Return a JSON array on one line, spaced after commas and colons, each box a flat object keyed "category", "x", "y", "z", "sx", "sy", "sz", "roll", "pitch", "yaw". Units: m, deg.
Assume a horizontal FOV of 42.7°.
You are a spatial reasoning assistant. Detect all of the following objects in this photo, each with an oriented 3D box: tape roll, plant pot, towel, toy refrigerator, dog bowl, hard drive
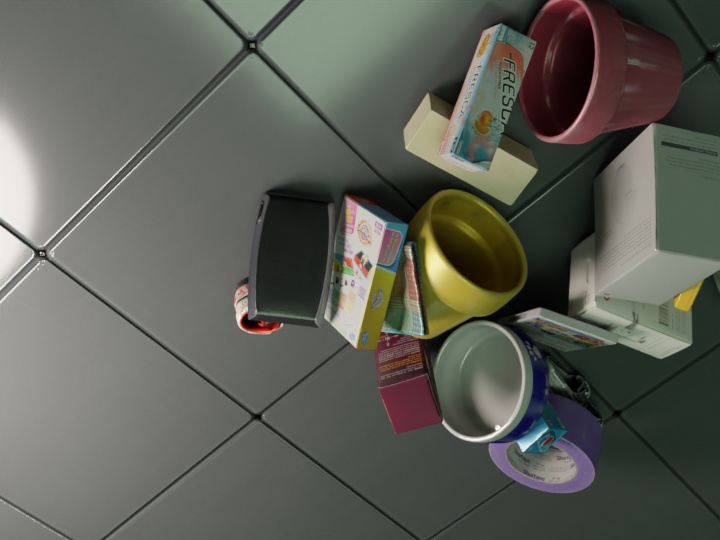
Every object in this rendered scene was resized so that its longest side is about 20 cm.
[{"category": "tape roll", "x": 0.342, "y": 0.319, "z": 1.700, "sx": 0.197, "sy": 0.086, "sz": 0.202, "roll": 16, "pitch": 142, "yaw": 13}, {"category": "plant pot", "x": 0.136, "y": 0.007, "z": 1.478, "sx": 0.198, "sy": 0.203, "sz": 0.189, "roll": 25, "pitch": 133, "yaw": -19}, {"category": "towel", "x": 0.042, "y": 0.027, "z": 1.456, "sx": 0.021, "sy": 0.199, "sz": 0.150, "roll": -12, "pitch": 96, "yaw": -26}, {"category": "plant pot", "x": 0.349, "y": -0.281, "z": 1.315, "sx": 0.176, "sy": 0.201, "sz": 0.203, "roll": 0, "pitch": 125, "yaw": -23}, {"category": "toy refrigerator", "x": 0.169, "y": -0.188, "z": 1.421, "sx": 0.198, "sy": 0.070, "sz": 0.076, "roll": 25, "pitch": 121, "yaw": -17}, {"category": "dog bowl", "x": 0.219, "y": 0.191, "z": 1.566, "sx": 0.078, "sy": 0.201, "sz": 0.201, "roll": 15, "pitch": 125, "yaw": -44}, {"category": "hard drive", "x": -0.107, "y": -0.017, "z": 1.457, "sx": 0.132, "sy": 0.042, "sz": 0.204, "roll": 7, "pitch": 86, "yaw": -8}]

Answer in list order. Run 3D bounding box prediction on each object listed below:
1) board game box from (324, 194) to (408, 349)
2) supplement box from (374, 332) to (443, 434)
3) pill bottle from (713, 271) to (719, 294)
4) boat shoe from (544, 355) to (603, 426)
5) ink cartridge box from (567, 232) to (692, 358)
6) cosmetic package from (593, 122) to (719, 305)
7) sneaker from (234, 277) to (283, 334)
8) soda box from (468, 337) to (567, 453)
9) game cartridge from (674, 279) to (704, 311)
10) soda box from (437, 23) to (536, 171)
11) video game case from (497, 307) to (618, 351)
[{"category": "board game box", "x": 0.000, "y": 0.000, "z": 1.444, "sx": 0.040, "sy": 0.153, "sz": 0.203, "roll": 6, "pitch": 107, "yaw": -29}, {"category": "supplement box", "x": 0.075, "y": 0.160, "z": 1.555, "sx": 0.084, "sy": 0.201, "sz": 0.112, "roll": -16, "pitch": 124, "yaw": 6}, {"category": "pill bottle", "x": 0.713, "y": 0.004, "z": 1.563, "sx": 0.197, "sy": 0.113, "sz": 0.113, "roll": -25, "pitch": 122, "yaw": 12}, {"category": "boat shoe", "x": 0.394, "y": 0.227, "z": 1.708, "sx": 0.199, "sy": 0.072, "sz": 0.068, "roll": 40, "pitch": 114, "yaw": -18}, {"category": "ink cartridge box", "x": 0.449, "y": 0.040, "z": 1.537, "sx": 0.197, "sy": 0.149, "sz": 0.083, "roll": 21, "pitch": 150, "yaw": -16}, {"category": "cosmetic package", "x": 0.447, "y": -0.078, "z": 1.388, "sx": 0.121, "sy": 0.204, "sz": 0.200, "roll": 10, "pitch": 160, "yaw": -9}, {"category": "sneaker", "x": -0.111, "y": 0.051, "z": 1.525, "sx": 0.197, "sy": 0.109, "sz": 0.068, "roll": -9, "pitch": 124, "yaw": 1}, {"category": "soda box", "x": 0.272, "y": 0.217, "z": 1.607, "sx": 0.064, "sy": 0.201, "sz": 0.068, "roll": 15, "pitch": 125, "yaw": -44}, {"category": "game cartridge", "x": 0.539, "y": -0.058, "z": 1.458, "sx": 0.032, "sy": 0.201, "sz": 0.179, "roll": 17, "pitch": 122, "yaw": 5}, {"category": "soda box", "x": 0.182, "y": -0.247, "z": 1.330, "sx": 0.063, "sy": 0.068, "sz": 0.203, "roll": 21, "pitch": 89, "yaw": -17}, {"category": "video game case", "x": 0.327, "y": 0.102, "z": 1.555, "sx": 0.141, "sy": 0.200, "sz": 0.018, "roll": 20, "pitch": 79, "yaw": -8}]
